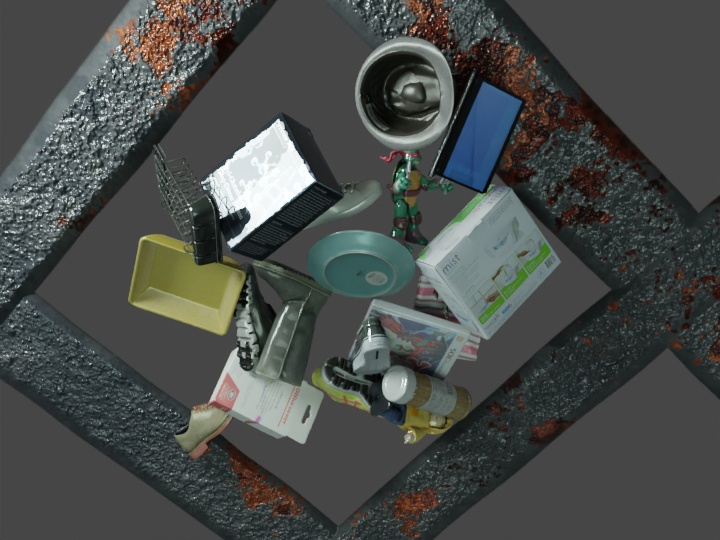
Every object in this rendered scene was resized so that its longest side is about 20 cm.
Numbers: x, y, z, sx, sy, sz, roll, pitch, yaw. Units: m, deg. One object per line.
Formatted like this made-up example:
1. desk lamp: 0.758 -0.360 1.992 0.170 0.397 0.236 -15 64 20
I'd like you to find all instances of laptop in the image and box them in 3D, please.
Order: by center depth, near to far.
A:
1. laptop: 0.195 -0.220 1.460 0.101 0.200 0.181 24 101 4

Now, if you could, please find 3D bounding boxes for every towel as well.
1. towel: 0.172 0.080 1.705 0.143 0.030 0.204 8 116 -2

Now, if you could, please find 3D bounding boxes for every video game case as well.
1. video game case: 0.090 0.144 1.707 0.196 0.023 0.184 17 136 -6

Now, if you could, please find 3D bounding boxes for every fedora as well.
1. fedora: 0.089 -0.292 1.468 0.196 0.090 0.181 -4 100 36

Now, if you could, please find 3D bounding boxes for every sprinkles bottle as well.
1. sprinkles bottle: 0.130 0.237 1.708 0.198 0.069 0.068 23 117 -40

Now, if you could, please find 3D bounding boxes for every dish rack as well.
1. dish rack: -0.302 -0.119 1.536 0.054 0.201 0.155 -21 146 -22

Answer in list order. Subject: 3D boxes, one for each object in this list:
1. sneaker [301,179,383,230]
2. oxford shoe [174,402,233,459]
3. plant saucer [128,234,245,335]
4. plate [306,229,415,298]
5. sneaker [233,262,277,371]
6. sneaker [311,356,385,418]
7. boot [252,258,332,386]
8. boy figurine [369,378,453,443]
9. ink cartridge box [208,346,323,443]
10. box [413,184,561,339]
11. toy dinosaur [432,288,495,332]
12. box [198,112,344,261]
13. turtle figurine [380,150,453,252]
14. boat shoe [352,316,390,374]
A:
1. sneaker: -0.059 -0.134 1.580 0.196 0.073 0.086 -18 117 11
2. oxford shoe: -0.304 0.295 1.796 0.074 0.071 0.201 39 106 -7
3. plant saucer: -0.319 0.017 1.646 0.196 0.049 0.201 19 137 -8
4. plate: 0.000 0.000 1.582 0.195 0.026 0.202 4 143 3
5. sneaker: -0.197 0.084 1.696 0.089 0.066 0.205 -10 98 -40
6. sneaker: -0.013 0.235 1.768 0.198 0.079 0.090 35 144 -24
7. boot: -0.153 0.097 1.654 0.179 0.073 0.203 25 94 -17
8. boy figurine: 0.103 0.285 1.757 0.198 0.127 0.064 29 140 -34
9. ink cartridge box: -0.182 0.249 1.740 0.197 0.118 0.067 29 157 -12
10. box: 0.226 -0.017 1.576 0.200 0.096 0.177 -45 111 -10
11. toy dinosaur: 0.181 0.040 1.646 0.087 0.048 0.202 -30 111 2
12. box: -0.153 -0.139 1.524 0.199 0.107 0.150 -36 67 16
13. turtle figurine: 0.095 -0.140 1.566 0.147 0.100 0.205 -12 118 -39
14. boat shoe: 0.024 0.140 1.651 0.070 0.073 0.201 -2 158 -9
